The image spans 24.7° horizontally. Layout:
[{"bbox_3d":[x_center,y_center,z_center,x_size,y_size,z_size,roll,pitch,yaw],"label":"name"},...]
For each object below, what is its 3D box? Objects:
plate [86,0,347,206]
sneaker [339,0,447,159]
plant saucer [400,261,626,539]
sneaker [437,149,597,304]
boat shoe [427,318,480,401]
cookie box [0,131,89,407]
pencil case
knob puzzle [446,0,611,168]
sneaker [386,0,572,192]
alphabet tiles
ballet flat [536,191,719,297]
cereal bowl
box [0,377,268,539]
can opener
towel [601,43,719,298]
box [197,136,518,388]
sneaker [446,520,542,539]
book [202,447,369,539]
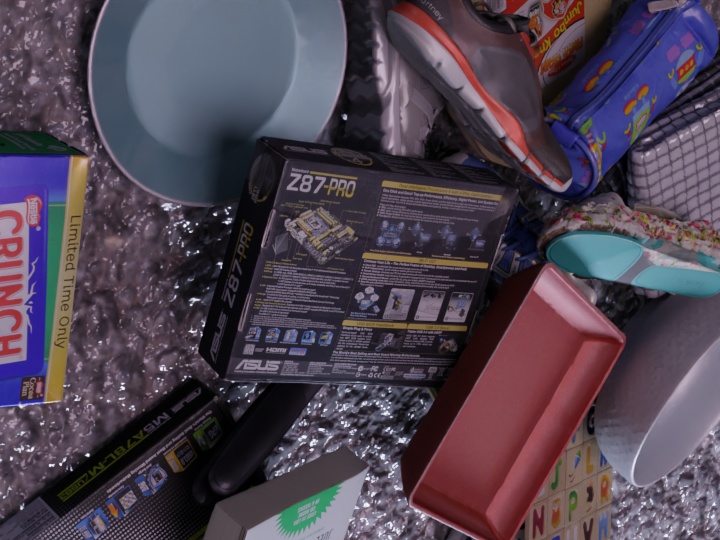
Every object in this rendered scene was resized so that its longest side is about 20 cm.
[{"bbox_3d":[-0.098,-0.142,1.119,0.199,0.026,0.201,-14,116,-29],"label":"plate"},{"bbox_3d":[0.034,-0.108,1.193,0.082,0.075,0.201,-14,116,-29],"label":"sneaker"},{"bbox_3d":[0.112,0.102,1.247,0.200,0.037,0.200,-59,149,-4],"label":"plant saucer"},{"bbox_3d":[0.119,-0.026,1.276,0.200,0.077,0.076,44,66,-43],"label":"sneaker"},{"bbox_3d":[0.063,0.066,1.288,0.063,0.073,0.200,-49,129,-11],"label":"boat shoe"},{"bbox_3d":[-0.279,0.000,1.019,0.199,0.075,0.172,-3,110,-35],"label":"cookie box"},{"bbox_3d":[0.200,-0.143,1.269,0.200,0.078,0.087,-47,160,-27],"label":"pencil case"},{"bbox_3d":[0.123,-0.167,1.252,0.219,0.030,0.221,-27,127,-42],"label":"knob puzzle"},{"bbox_3d":[0.104,-0.134,1.150,0.082,0.077,0.200,-48,127,-5],"label":"sneaker"},{"bbox_3d":[0.180,0.182,1.402,0.166,0.006,0.201,-9,102,-57],"label":"alphabet tiles"},{"bbox_3d":[0.205,-0.025,1.266,0.199,0.064,0.076,14,141,-37],"label":"ballet flat"},{"bbox_3d":[0.267,0.083,1.413,0.200,0.083,0.201,-38,151,-26],"label":"cereal bowl"},{"bbox_3d":[-0.151,0.211,1.215,0.200,0.047,0.194,-37,124,-18],"label":"box"},{"bbox_3d":[-0.061,0.095,1.195,0.078,0.063,0.200,35,57,0],"label":"can opener"},{"bbox_3d":[0.286,-0.089,1.374,0.199,0.086,0.166,-30,131,-16],"label":"towel"},{"bbox_3d":[0.000,0.000,1.142,0.199,0.049,0.162,4,113,-35],"label":"box"},{"bbox_3d":[0.135,0.193,1.390,0.073,0.080,0.201,11,101,-35],"label":"sneaker"},{"bbox_3d":[-0.072,0.232,1.206,0.133,0.048,0.201,-19,136,-46],"label":"book"}]
